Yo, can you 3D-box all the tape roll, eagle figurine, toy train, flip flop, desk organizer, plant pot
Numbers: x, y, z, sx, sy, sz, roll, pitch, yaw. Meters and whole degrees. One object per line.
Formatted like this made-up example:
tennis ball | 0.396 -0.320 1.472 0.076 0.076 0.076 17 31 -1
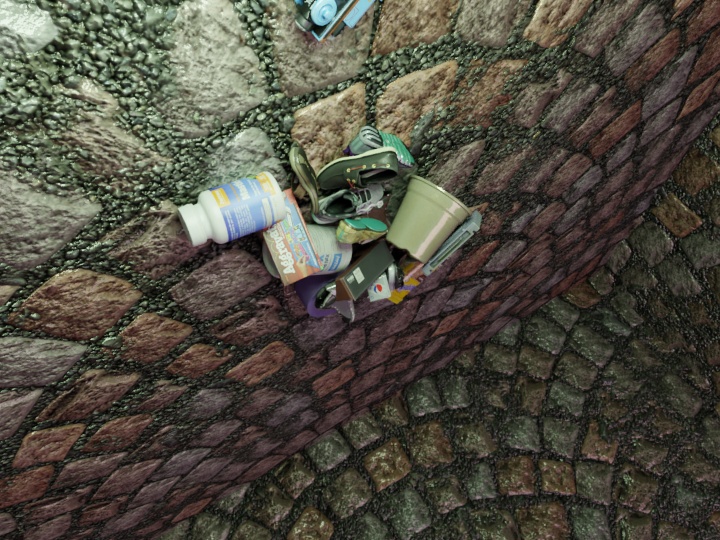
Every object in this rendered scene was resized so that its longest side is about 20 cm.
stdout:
tape roll | -0.092 0.046 1.552 0.199 0.085 0.200 -26 151 -15
eagle figurine | 0.148 -0.078 1.571 0.152 0.151 0.200 -67 159 -12
toy train | -0.020 -0.459 0.824 0.200 0.087 0.114 -45 157 19
flip flop | -0.132 -0.196 1.139 0.057 0.082 0.200 -11 155 6
desk organizer | 0.000 0.000 1.395 0.077 0.072 0.200 -11 -155 45
plant pot | 0.168 -0.127 1.388 0.184 0.200 0.200 -57 151 2

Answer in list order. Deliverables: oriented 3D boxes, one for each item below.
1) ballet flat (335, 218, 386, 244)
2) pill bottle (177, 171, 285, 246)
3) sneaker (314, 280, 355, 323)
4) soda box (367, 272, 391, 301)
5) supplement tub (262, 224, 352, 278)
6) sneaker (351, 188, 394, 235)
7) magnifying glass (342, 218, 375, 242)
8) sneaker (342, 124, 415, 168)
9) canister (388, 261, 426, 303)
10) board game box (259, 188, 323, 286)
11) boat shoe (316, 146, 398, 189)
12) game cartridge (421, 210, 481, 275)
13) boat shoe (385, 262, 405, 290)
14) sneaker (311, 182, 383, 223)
ballet flat | -0.001 -0.096 1.294 0.071 0.071 0.200 -47 163 23
pill bottle | -0.265 -0.122 1.055 0.199 0.112 0.112 -23 151 -22
sneaker | -0.079 0.096 1.490 0.115 0.075 0.201 -20 140 -17
soda box | 0.045 0.026 1.518 0.063 0.069 0.200 -15 -166 1
supplement tub | -0.134 -0.052 1.296 0.199 0.132 0.132 -6 141 -43
sneaker | 0.065 -0.166 1.403 0.200 0.076 0.116 7 128 -52
magnifying glass | -0.011 -0.106 1.393 0.200 0.079 0.023 38 61 -71
sneaker | 0.046 -0.280 1.221 0.087 0.075 0.199 -32 150 32
canister | 0.163 0.014 1.788 0.200 0.087 0.148 -42 153 10
board game box | -0.168 -0.076 1.172 0.103 0.201 0.019 -25 -173 -18
boat shoe | -0.009 -0.222 1.173 0.200 0.063 0.074 -13 159 17
game cartridge | 0.254 -0.080 1.432 0.200 0.038 0.130 -45 -172 26
boat shoe | 0.105 0.012 1.552 0.056 0.069 0.200 -11 164 0
sneaker | -0.013 -0.166 1.240 0.199 0.078 0.140 -27 -170 -17
